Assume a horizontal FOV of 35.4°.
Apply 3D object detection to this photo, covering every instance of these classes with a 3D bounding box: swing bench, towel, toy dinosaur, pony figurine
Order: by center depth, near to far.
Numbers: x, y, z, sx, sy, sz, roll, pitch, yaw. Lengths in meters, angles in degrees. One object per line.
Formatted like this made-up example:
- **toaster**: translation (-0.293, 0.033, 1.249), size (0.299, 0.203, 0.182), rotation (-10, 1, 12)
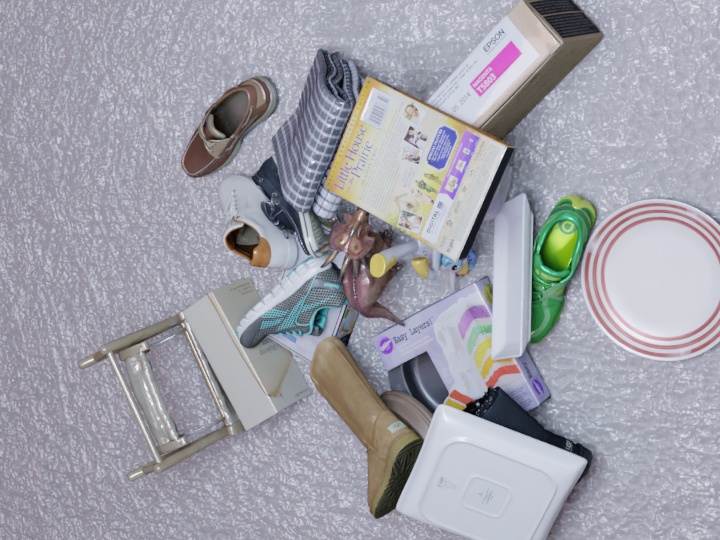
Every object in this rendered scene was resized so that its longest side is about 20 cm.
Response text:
- **pony figurine**: translation (0.092, -0.072, 1.436), size (0.165, 0.199, 0.195), rotation (5, 90, 32)
- **toy dinosaur**: translation (0.000, 0.000, 1.459), size (0.085, 0.136, 0.202), rotation (-11, 109, 13)
- **towel**: translation (-0.050, -0.184, 1.473), size (0.085, 0.201, 0.167), rotation (14, 117, -17)
- **swing bench**: translation (-0.280, 0.177, 1.680), size (0.129, 0.199, 0.200), rotation (-26, 89, 56)

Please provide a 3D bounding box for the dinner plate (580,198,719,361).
- **dinner plate**: translation (0.367, 0.011, 1.375), size (0.199, 0.024, 0.202), rotation (8, 105, 30)

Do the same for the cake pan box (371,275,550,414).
- **cake pan box**: translation (0.130, 0.131, 1.528), size (0.199, 0.052, 0.185), rotation (-29, 85, 33)

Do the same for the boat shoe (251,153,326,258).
- **boat shoe**: translation (-0.097, -0.081, 1.522), size (0.062, 0.075, 0.201), rotation (-30, 48, 2)

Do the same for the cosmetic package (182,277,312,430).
- **cosmetic package**: translation (-0.167, 0.122, 1.668), size (0.073, 0.103, 0.201), rotation (-33, 86, 31)

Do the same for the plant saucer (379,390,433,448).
- **plant saucer**: translation (0.069, 0.263, 1.557), size (0.200, 0.029, 0.202), rotation (37, 139, 41)

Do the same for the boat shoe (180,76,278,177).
- **boat shoe**: translation (-0.203, -0.207, 1.626), size (0.076, 0.072, 0.200), rotation (51, 121, 10)

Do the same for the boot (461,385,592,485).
- **boot**: translation (0.181, 0.252, 1.474), size (0.167, 0.077, 0.201), rotation (33, 126, -5)

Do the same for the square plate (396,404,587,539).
- **square plate**: translation (0.161, 0.281, 1.434), size (0.196, 0.029, 0.201), rotation (20, 124, 2)

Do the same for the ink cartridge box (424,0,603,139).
- **ink cartridge box**: translation (0.176, -0.231, 1.345), size (0.075, 0.164, 0.200), rotation (51, 120, 9)

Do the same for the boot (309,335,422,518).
- **boot**: translation (0.000, 0.215, 1.552), size (0.200, 0.066, 0.176), rotation (47, 136, 33)

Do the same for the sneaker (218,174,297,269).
- **sneaker**: translation (-0.167, -0.075, 1.600), size (0.200, 0.084, 0.073), rotation (49, 128, 41)

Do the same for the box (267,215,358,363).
- **box**: translation (-0.055, 0.024, 1.603), size (0.116, 0.060, 0.201), rotation (30, 115, 21)

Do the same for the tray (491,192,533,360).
- **tray**: translation (0.193, 0.011, 1.415), size (0.022, 0.107, 0.202), rotation (4, 82, -11)

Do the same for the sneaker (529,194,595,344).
- **sneaker**: translation (0.231, 0.001, 1.415), size (0.074, 0.084, 0.202), rotation (23, 113, 15)

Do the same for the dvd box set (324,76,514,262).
- **dvd box set**: translation (0.064, -0.119, 1.314), size (0.199, 0.029, 0.147), rotation (29, 107, 24)

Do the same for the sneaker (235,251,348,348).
- **sneaker**: translation (-0.093, 0.062, 1.558), size (0.200, 0.077, 0.091), rotation (-41, 85, 32)
